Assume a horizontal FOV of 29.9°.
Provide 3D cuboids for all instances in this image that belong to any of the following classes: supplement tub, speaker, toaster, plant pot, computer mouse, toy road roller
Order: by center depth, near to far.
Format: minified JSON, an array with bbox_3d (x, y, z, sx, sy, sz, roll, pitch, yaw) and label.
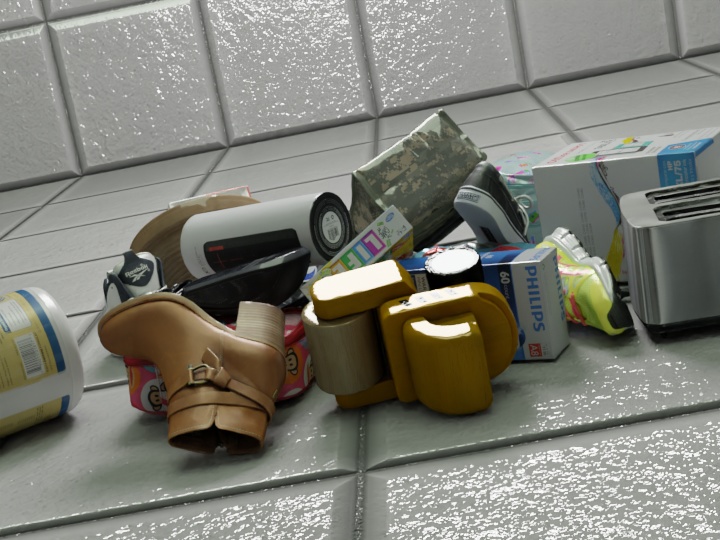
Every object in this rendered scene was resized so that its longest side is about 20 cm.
[{"bbox_3d":[0.050,0.072,1.273,0.197,0.124,0.146,-13,27,-1],"label":"toy road roller"},{"bbox_3d":[0.354,-0.017,1.383,0.197,0.120,0.181,-9,12,9],"label":"toaster"},{"bbox_3d":[-0.411,0.112,1.434,0.198,0.147,0.144,-19,15,-32],"label":"supplement tub"},{"bbox_3d":[-0.139,0.026,1.453,0.198,0.053,0.138,-17,5,17],"label":"computer mouse"},{"bbox_3d":[-0.109,-0.038,1.534,0.198,0.082,0.081,-7,13,36],"label":"speaker"},{"bbox_3d":[-0.196,-0.005,1.766,0.198,0.094,0.202,-17,-27,-9],"label":"plant pot"}]

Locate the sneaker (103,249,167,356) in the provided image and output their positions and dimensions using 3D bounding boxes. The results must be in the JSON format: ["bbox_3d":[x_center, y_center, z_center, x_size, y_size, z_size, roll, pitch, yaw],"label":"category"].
[{"bbox_3d":[-0.255,0.041,1.631,0.079,0.131,0.198,-19,15,-29],"label":"sneaker"}]

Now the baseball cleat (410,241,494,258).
[{"bbox_3d":[0.084,0.015,1.634,0.198,0.070,0.107,-4,31,38],"label":"baseball cleat"}]

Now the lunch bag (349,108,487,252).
[{"bbox_3d":[0.073,-0.090,1.821,0.163,0.118,0.201,-36,-19,-18],"label":"lunch bag"}]

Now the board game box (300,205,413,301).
[{"bbox_3d":[0.000,0.000,1.518,0.134,0.034,0.200,-42,-7,-3],"label":"board game box"}]

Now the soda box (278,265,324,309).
[{"bbox_3d":[-0.083,0.026,1.633,0.063,0.071,0.199,39,36,17],"label":"soda box"}]

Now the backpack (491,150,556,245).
[{"bbox_3d":[0.226,-0.090,1.770,0.165,0.128,0.199,-3,13,32],"label":"backpack"}]

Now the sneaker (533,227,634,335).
[{"bbox_3d":[0.219,0.027,1.421,0.090,0.079,0.200,-28,22,-3],"label":"sneaker"}]

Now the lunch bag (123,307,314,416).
[{"bbox_3d":[-0.139,0.092,1.447,0.197,0.083,0.176,-6,10,13],"label":"lunch bag"}]

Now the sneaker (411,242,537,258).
[{"bbox_3d":[0.130,0.013,1.538,0.197,0.080,0.096,-12,15,0],"label":"sneaker"}]

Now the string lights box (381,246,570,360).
[{"bbox_3d":[0.109,0.038,1.392,0.198,0.104,0.059,-5,13,28],"label":"string lights box"}]

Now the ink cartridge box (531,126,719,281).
[{"bbox_3d":[0.325,-0.075,1.585,0.198,0.148,0.146,-4,14,31],"label":"ink cartridge box"}]

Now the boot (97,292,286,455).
[{"bbox_3d":[-0.170,0.106,1.295,0.197,0.077,0.157,4,51,4],"label":"boot"}]

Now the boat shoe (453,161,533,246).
[{"bbox_3d":[0.168,-0.064,1.618,0.073,0.199,0.069,15,71,35],"label":"boat shoe"}]

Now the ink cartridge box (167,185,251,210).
[{"bbox_3d":[-0.205,-0.028,1.892,0.115,0.068,0.201,-14,-26,-12],"label":"ink cartridge box"}]
